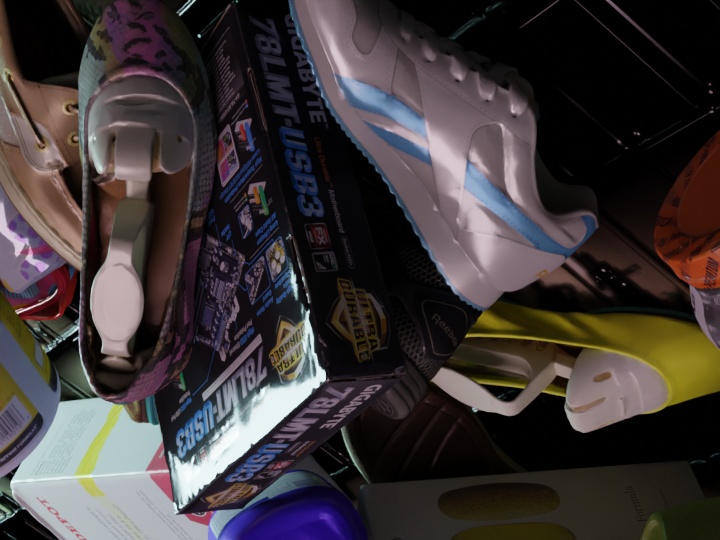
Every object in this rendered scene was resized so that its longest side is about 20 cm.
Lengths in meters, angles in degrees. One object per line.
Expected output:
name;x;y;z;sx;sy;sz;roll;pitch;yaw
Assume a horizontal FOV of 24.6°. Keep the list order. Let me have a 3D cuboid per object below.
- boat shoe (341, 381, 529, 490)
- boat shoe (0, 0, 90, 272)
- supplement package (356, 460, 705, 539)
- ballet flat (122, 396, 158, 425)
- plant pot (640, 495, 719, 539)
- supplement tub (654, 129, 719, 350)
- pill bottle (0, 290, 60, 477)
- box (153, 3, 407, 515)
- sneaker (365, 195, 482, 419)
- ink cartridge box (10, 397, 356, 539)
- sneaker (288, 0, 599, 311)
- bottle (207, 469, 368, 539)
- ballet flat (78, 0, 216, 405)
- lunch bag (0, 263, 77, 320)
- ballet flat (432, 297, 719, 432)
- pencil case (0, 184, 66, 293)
boat shoe;0.049;0.114;1.003;0.202;0.075;0.075;45;-176;-32
boat shoe;-0.155;-0.086;0.848;0.066;0.074;0.200;-30;93;39
supplement package;0.102;0.191;0.946;0.200;0.114;0.110;-3;127;-11
ballet flat;-0.137;0.027;1.041;0.072;0.068;0.200;40;151;14
plant pot;0.241;0.176;0.821;0.200;0.187;0.187;7;143;0
supplement tub;0.232;0.019;0.725;0.200;0.123;0.123;38;143;-16
pill bottle;-0.262;0.028;0.937;0.112;0.112;0.200;3;138;31
box;-0.061;0.000;0.843;0.050;0.199;0.200;-4;156;-29
sneaker;0.000;0.000;0.906;0.076;0.114;0.199;52;166;-31
ink cartridge box;-0.128;0.160;1.172;0.200;0.083;0.145;-9;131;40
sneaker;0.036;-0.080;0.781;0.081;0.077;0.200;-31;111;16
bottle;-0.048;0.155;0.969;0.200;0.083;0.065;170;77;-81
ballet flat;-0.108;-0.030;0.796;0.069;0.071;0.200;4;102;3
lunch bag;-0.259;-0.023;1.036;0.176;0.082;0.200;40;142;-25
ballet flat;0.107;0.053;0.898;0.200;0.067;0.067;10;141;23
pencil case;-0.221;-0.081;0.898;0.083;0.091;0.200;-40;101;7
